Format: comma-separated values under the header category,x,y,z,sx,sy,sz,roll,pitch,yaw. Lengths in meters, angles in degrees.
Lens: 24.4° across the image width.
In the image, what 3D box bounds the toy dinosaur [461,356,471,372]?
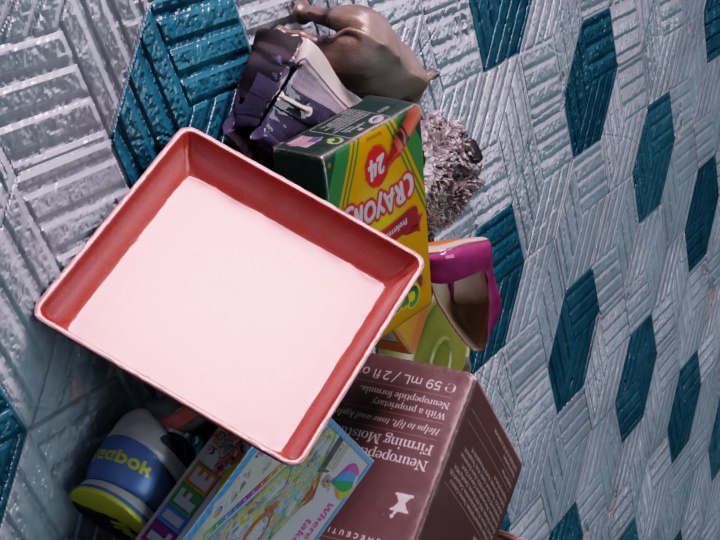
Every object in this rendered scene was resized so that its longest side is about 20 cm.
category,x,y,z,sx,sy,sz,roll,pitch,yaw
toy dinosaur,0.065,0.158,1.544,0.200,0.101,0.058,-44,157,-21

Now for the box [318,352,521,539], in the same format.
category,x,y,z,sx,sy,sz,roll,pitch,yaw
box,0.016,0.197,1.408,0.201,0.164,0.165,-67,150,-26

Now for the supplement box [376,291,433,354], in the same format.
category,x,y,z,sx,sy,sz,roll,pitch,yaw
supplement box,0.000,0.000,1.422,0.200,0.068,0.067,58,47,-58

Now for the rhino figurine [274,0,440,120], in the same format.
category,x,y,z,sx,sy,sz,roll,pitch,yaw
rhino figurine,0.010,-0.165,1.350,0.200,0.087,0.060,28,75,-64

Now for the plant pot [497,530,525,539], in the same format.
category,x,y,z,sx,sy,sz,roll,pitch,yaw
plant pot,0.119,0.405,1.713,0.198,0.199,0.202,-49,142,-35

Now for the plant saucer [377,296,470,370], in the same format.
category,x,y,z,sx,sy,sz,roll,pitch,yaw
plant saucer,0.067,0.091,1.647,0.200,0.031,0.202,-37,132,-56

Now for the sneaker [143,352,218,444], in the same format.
category,x,y,z,sx,sy,sz,roll,pitch,yaw
sneaker,-0.090,0.096,1.184,0.099,0.070,0.200,63,12,4

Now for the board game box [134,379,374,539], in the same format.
category,x,y,z,sx,sy,sz,roll,pitch,yaw
board game box,-0.085,0.179,1.152,0.201,0.034,0.135,-53,143,-10

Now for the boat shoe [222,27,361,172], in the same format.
category,x,y,z,sx,sy,sz,roll,pitch,yaw
boat shoe,-0.042,-0.101,1.298,0.200,0.074,0.093,43,67,-53

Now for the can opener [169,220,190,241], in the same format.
category,x,y,z,sx,sy,sz,roll,pitch,yaw
can opener,-0.091,-0.025,1.252,0.067,0.053,0.200,-54,164,22

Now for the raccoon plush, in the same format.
category,x,y,z,sx,sy,sz,roll,pitch,yaw
raccoon plush,0.040,-0.047,1.470,0.134,0.096,0.202,-37,133,-46

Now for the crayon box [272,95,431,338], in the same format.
category,x,y,z,sx,sy,sz,roll,pitch,yaw
crayon box,-0.002,-0.017,1.270,0.127,0.050,0.202,-34,127,-46

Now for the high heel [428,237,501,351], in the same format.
category,x,y,z,sx,sy,sz,roll,pitch,yaw
high heel,0.088,0.023,1.473,0.200,0.067,0.097,22,62,-82

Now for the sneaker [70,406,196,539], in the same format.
category,x,y,z,sx,sy,sz,roll,pitch,yaw
sneaker,-0.131,0.166,1.194,0.200,0.073,0.083,59,45,-57

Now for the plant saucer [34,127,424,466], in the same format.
category,x,y,z,sx,sy,sz,roll,pitch,yaw
plant saucer,-0.085,0.019,1.114,0.201,0.198,0.037,-56,172,-39
